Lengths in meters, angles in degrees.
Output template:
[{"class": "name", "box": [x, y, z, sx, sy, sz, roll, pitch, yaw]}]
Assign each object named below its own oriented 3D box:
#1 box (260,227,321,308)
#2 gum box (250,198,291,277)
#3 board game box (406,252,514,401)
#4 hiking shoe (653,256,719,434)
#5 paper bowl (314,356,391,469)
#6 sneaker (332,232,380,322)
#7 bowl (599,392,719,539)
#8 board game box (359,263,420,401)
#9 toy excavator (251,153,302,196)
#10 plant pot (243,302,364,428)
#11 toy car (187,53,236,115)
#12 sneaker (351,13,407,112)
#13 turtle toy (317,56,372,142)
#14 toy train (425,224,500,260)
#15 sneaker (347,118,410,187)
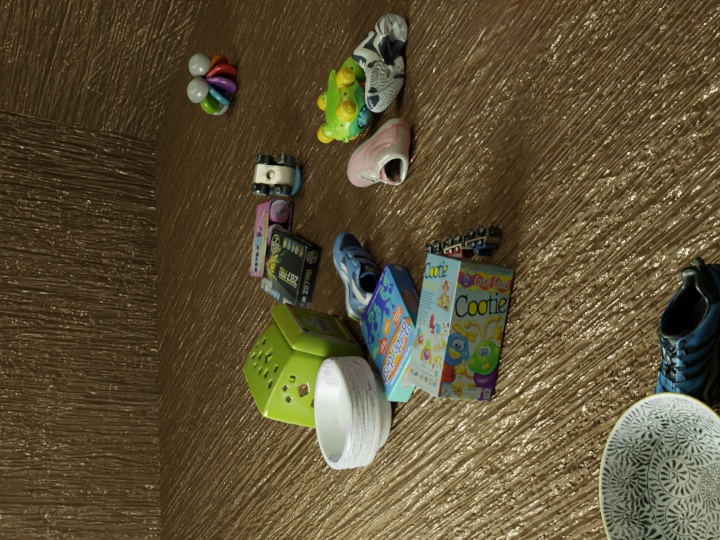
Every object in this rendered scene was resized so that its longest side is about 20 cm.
[{"class": "box", "box": [-0.173, -0.003, 2.025, 0.199, 0.048, 0.165, 29, 110, 55]}, {"class": "gum box", "box": [-0.235, -0.084, 2.180, 0.113, 0.065, 0.205, 176, 100, -65]}, {"class": "board game box", "box": [0.152, 0.086, 1.271, 0.104, 0.101, 0.205, 19, 100, 64]}, {"class": "hiking shoe", "box": [0.343, 0.082, 0.886, 0.074, 0.085, 0.205, 41, 120, 60]}, {"class": "paper bowl", "box": [-0.011, 0.263, 1.550, 0.200, 0.102, 0.206, 178, 90, -68]}, {"class": "sneaker", "box": [0.000, 0.000, 1.660, 0.083, 0.073, 0.203, -51, 47, 45]}, {"class": "bowl", "box": [0.343, 0.230, 0.837, 0.200, 0.092, 0.206, -31, 55, 59]}, {"class": "board game box", "box": [0.066, 0.112, 1.514, 0.154, 0.044, 0.202, -66, 31, 32]}, {"class": "toy excavator", "box": [-0.227, -0.236, 2.181, 0.190, 0.199, 0.103, 6, 86, 20]}, {"class": "plant pot", "box": [-0.109, 0.189, 1.704, 0.185, 0.195, 0.200, -68, 28, 14]}, {"class": "toy car", "box": [-0.484, -0.632, 2.792, 0.147, 0.174, 0.205, -6, 74, 26]}, {"class": "sneaker", "box": [0.030, -0.412, 1.696, 0.129, 0.078, 0.204, 171, 105, -65]}, {"class": "turtle toy", "box": [-0.024, -0.367, 1.771, 0.145, 0.099, 0.205, 148, 126, -61]}, {"class": "toy train", "box": [0.164, -0.037, 1.360, 0.199, 0.033, 0.047, 161, 111, -63]}, {"class": "sneaker", "box": [0.033, -0.200, 1.632, 0.200, 0.074, 0.107, -43, 41, 48]}]
